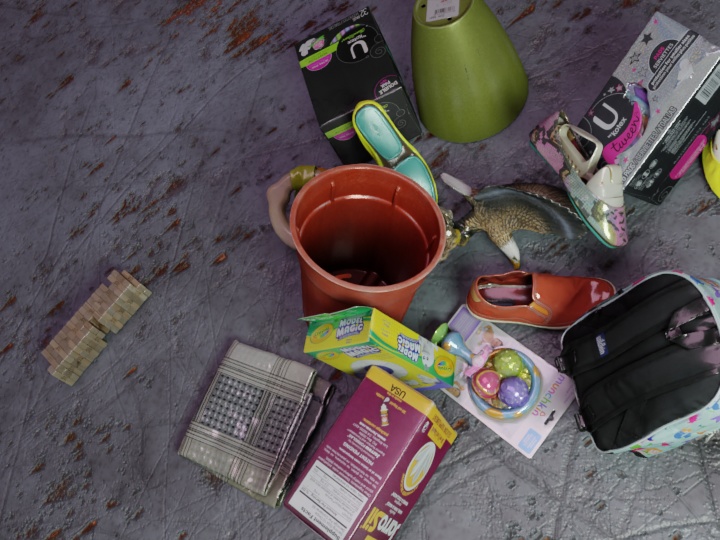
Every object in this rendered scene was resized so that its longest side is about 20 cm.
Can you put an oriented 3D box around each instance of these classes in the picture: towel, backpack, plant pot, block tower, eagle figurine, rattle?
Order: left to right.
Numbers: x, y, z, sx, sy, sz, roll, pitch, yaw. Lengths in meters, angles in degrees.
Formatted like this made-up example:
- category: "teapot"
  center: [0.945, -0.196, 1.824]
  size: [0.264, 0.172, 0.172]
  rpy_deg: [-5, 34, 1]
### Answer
- category: "block tower"
  center: [-0.443, 0.091, 1.243]
  size: [0.057, 0.054, 0.201]
  rpy_deg: [31, 78, 33]
- category: "towel"
  center: [-0.153, 0.212, 1.070]
  size: [0.197, 0.035, 0.195]
  rpy_deg: [17, 70, 28]
- category: "rattle"
  center: [-0.061, -0.063, 1.188]
  size: [0.129, 0.143, 0.202]
  rpy_deg: [-33, 91, -5]
- category: "plant pot"
  center: [0.000, 0.000, 1.000]
  size: [0.197, 0.197, 0.204]
  rpy_deg: [4, 54, -5]
- category: "plant pot"
  center: [0.151, -0.333, 1.140]
  size: [0.184, 0.200, 0.190]
  rpy_deg: [-9, 60, 17]
- category: "eagle figurine"
  center: [0.210, -0.074, 1.026]
  size: [0.197, 0.151, 0.154]
  rpy_deg: [-20, 46, 24]
- category: "backpack"
  center: [0.342, 0.102, 0.829]
  size: [0.200, 0.148, 0.180]
  rpy_deg: [-51, 40, 46]

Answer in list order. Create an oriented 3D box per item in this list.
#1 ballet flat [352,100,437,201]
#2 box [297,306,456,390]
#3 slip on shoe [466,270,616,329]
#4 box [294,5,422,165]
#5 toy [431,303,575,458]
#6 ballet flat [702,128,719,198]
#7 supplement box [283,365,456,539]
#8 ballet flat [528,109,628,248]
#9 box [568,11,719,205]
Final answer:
- category: "ballet flat"
  center: [0.054, -0.169, 1.126]
  size: [0.066, 0.201, 0.067]
  rpy_deg: [-33, 15, 6]
- category: "box"
  center: [0.019, 0.102, 0.943]
  size: [0.116, 0.199, 0.049]
  rpy_deg: [-14, 54, 41]
- category: "slip on shoe"
  center: [0.238, 0.034, 0.982]
  size: [0.196, 0.061, 0.075]
  rpy_deg: [1, 61, 9]
- category: "box"
  center: [-0.005, -0.301, 1.232]
  size: [0.147, 0.124, 0.203]
  rpy_deg: [-24, 58, 10]
- category: "toy"
  center: [0.172, 0.133, 0.971]
  size: [0.199, 0.047, 0.116]
  rpy_deg: [35, 81, 33]
- category: "ballet flat"
  center: [0.496, -0.190, 1.001]
  size: [0.066, 0.067, 0.203]
  rpy_deg: [1, 64, 22]
- category: "supplement box"
  center: [0.017, 0.243, 0.926]
  size: [0.102, 0.131, 0.201]
  rpy_deg: [27, 76, 31]
- category: "ballet flat"
  center: [0.284, -0.124, 0.934]
  size: [0.071, 0.068, 0.202]
  rpy_deg: [-52, 52, 38]
- category: "box"
  center: [0.385, -0.207, 0.972]
  size: [0.115, 0.131, 0.202]
  rpy_deg: [48, 117, 36]
